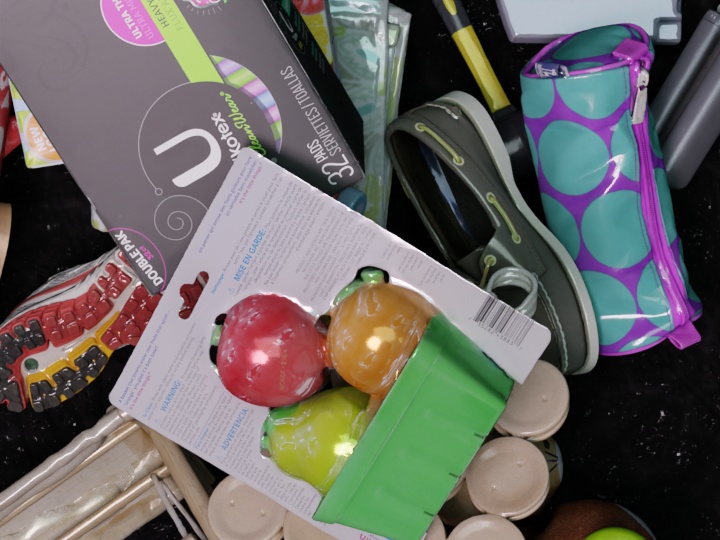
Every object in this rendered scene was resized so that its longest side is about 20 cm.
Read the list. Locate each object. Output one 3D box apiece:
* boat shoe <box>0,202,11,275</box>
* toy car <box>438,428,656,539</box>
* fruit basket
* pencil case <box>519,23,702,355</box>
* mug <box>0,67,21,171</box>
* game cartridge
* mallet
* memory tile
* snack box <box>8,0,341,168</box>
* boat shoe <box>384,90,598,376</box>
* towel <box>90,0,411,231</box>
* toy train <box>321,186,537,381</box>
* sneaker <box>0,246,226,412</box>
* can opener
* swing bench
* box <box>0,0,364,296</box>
[{"bbox_3d":[-0.277,0.038,1.290,0.070,0.070,0.200,8,114,-20],"label":"boat shoe"},{"bbox_3d":[0.103,0.132,1.275,0.158,0.164,0.200,-8,75,1],"label":"toy car"},{"bbox_3d":[-0.019,0.052,1.139,0.200,0.094,0.185,32,114,7],"label":"fruit basket"},{"bbox_3d":[0.161,-0.050,1.283,0.085,0.092,0.200,-27,111,-35],"label":"pencil case"},{"bbox_3d":[-0.257,-0.149,1.299,0.177,0.133,0.200,7,91,3],"label":"mug"},{"bbox_3d":[0.148,-0.250,1.342,0.133,0.041,0.200,2,88,-3],"label":"game cartridge"},{"bbox_3d":[0.080,-0.156,1.341,0.066,0.041,0.200,-19,84,-1],"label":"mallet"},{"bbox_3d":[0.017,0.113,1.210,0.200,0.017,0.153,9,67,16],"label":"memory tile"},{"bbox_3d":[-0.118,-0.149,1.247,0.200,0.053,0.142,-8,106,3],"label":"snack box"},{"bbox_3d":[0.082,-0.016,1.287,0.060,0.072,0.202,-23,82,-37],"label":"boat shoe"},{"bbox_3d":[-0.073,-0.101,1.311,0.200,0.048,0.171,5,104,0],"label":"towel"},{"bbox_3d":[0.000,0.000,1.227,0.200,0.056,0.150,28,74,23],"label":"toy train"},{"bbox_3d":[-0.157,0.013,1.306,0.200,0.082,0.078,-26,112,5],"label":"sneaker"},{"bbox_3d":[0.249,-0.143,1.323,0.053,0.066,0.200,38,96,45],"label":"can opener"},{"bbox_3d":[-0.162,0.216,1.283,0.199,0.130,0.200,-34,79,0],"label":"swing bench"},{"bbox_3d":[-0.107,-0.118,1.164,0.148,0.124,0.200,-29,107,9],"label":"box"}]
